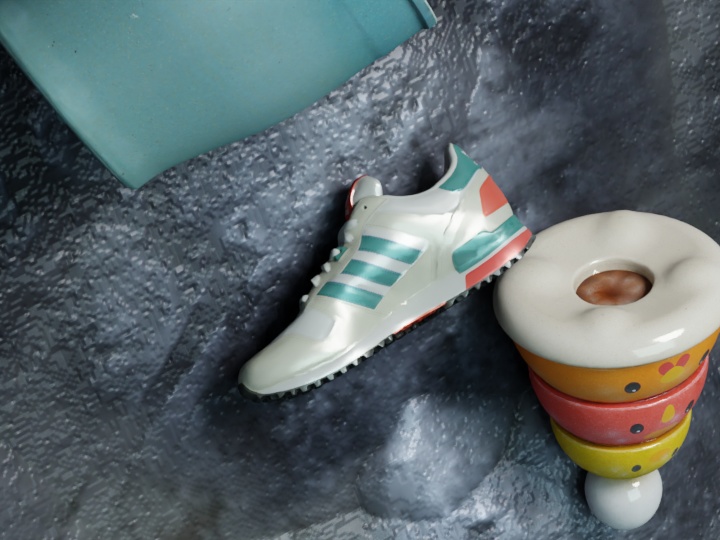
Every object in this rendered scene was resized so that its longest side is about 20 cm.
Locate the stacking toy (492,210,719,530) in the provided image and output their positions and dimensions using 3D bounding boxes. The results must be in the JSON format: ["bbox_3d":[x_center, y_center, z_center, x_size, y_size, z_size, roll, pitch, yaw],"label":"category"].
[{"bbox_3d":[0.162,0.077,1.733,0.146,0.146,0.200,-25,129,-21],"label":"stacking toy"}]

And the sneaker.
[{"bbox_3d":[0.000,0.000,1.656,0.200,0.070,0.093,-31,88,-11],"label":"sneaker"}]

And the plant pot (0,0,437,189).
[{"bbox_3d":[-0.093,-0.150,1.503,0.188,0.200,0.200,-40,117,2],"label":"plant pot"}]
